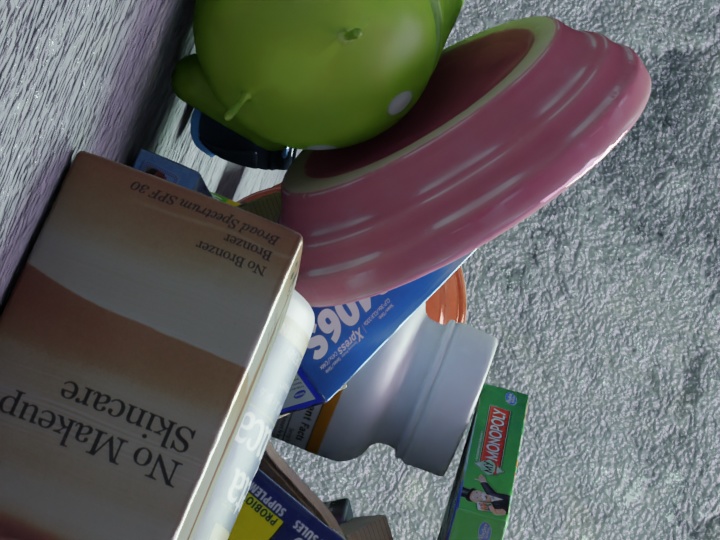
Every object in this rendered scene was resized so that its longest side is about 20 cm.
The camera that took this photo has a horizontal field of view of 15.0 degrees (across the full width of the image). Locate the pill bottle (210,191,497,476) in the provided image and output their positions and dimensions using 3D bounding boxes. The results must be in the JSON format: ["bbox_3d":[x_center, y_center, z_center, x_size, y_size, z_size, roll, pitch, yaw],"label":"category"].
[{"bbox_3d":[-0.032,0.037,1.485,0.111,0.200,0.111,22,90,-90],"label":"pill bottle"}]

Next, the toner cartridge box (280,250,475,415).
[{"bbox_3d":[0.000,0.000,1.359,0.095,0.043,0.200,-16,-157,49],"label":"toner cartridge box"}]

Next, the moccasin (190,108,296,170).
[{"bbox_3d":[-0.028,-0.149,1.458,0.080,0.068,0.200,-66,178,-69],"label":"moccasin"}]

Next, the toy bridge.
[{"bbox_3d":[-0.039,0.064,1.396,0.027,0.200,0.067,-11,-171,46],"label":"toy bridge"}]

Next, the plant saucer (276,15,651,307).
[{"bbox_3d":[0.039,-0.059,1.286,0.200,0.051,0.201,-30,-165,9],"label":"plant saucer"}]

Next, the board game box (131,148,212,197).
[{"bbox_3d":[-0.126,0.045,1.335,0.151,0.037,0.200,98,14,-87],"label":"board game box"}]

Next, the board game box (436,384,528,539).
[{"bbox_3d":[0.048,0.179,1.474,0.135,0.029,0.200,-71,176,-63],"label":"board game box"}]

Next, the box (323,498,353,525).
[{"bbox_3d":[-0.090,0.210,1.529,0.200,0.198,0.123,-63,142,-89],"label":"box"}]

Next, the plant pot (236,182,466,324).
[{"bbox_3d":[-0.034,0.019,1.952,0.195,0.201,0.201,20,92,-81],"label":"plant pot"}]

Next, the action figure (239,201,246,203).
[{"bbox_3d":[-0.107,0.047,1.765,0.200,0.069,0.130,-62,-177,-41],"label":"action figure"}]

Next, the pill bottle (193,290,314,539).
[{"bbox_3d":[-0.105,0.088,1.193,0.111,0.111,0.200,109,4,-78],"label":"pill bottle"}]

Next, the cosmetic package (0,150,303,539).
[{"bbox_3d":[-0.105,0.068,1.071,0.087,0.103,0.200,106,4,-66],"label":"cosmetic package"}]

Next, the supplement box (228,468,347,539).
[{"bbox_3d":[-0.113,0.185,1.324,0.200,0.109,0.110,-50,178,-25],"label":"supplement box"}]

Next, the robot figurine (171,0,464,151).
[{"bbox_3d":[-0.012,-0.131,1.288,0.175,0.116,0.200,-33,-164,26],"label":"robot figurine"}]
